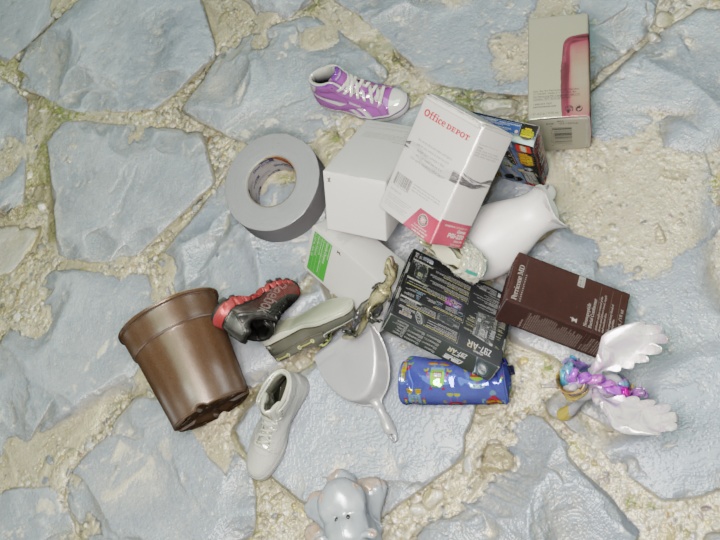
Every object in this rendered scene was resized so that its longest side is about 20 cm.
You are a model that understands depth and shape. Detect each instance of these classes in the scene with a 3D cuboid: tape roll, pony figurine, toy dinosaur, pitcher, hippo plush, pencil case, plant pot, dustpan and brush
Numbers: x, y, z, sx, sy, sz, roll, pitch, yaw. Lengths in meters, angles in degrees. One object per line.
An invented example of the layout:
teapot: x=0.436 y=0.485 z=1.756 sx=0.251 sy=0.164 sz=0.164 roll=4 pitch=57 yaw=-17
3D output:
tape roll: x=-0.162 y=-0.161 z=1.654 sx=0.196 sy=0.066 sz=0.204 roll=-5 pitch=72 yaw=16
pony figurine: x=0.379 y=0.181 z=1.309 sx=0.189 sy=0.200 sz=0.170 roll=-8 pitch=70 yaw=14
toy dinosaur: x=0.012 y=0.070 z=1.411 sx=0.047 sy=0.088 sz=0.201 roll=32 pitch=122 yaw=-2
pitcher: x=0.254 y=-0.075 z=1.478 sx=0.198 sy=0.172 sz=0.122 roll=-32 pitch=99 yaw=22
hippo plush: x=-0.036 y=0.419 z=1.381 sx=0.156 sy=0.161 sz=0.204 roll=-12 pitch=70 yaw=12
pencil case: x=0.160 y=0.184 z=1.440 sx=0.196 sy=0.078 sz=0.089 roll=-4 pitch=79 yaw=16
plant pot: x=-0.308 y=0.168 z=1.536 sx=0.198 sy=0.200 sz=0.201 roll=-30 pitch=75 yaw=6
dustpan and brush: x=0.012 y=0.208 z=1.492 sx=0.139 sy=0.057 sz=0.203 roll=-35 pitch=64 yaw=25

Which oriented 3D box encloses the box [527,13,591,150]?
box: x=0.356 y=-0.333 z=1.517 sx=0.107 sy=0.128 sz=0.204 roll=-1 pitch=73 yaw=16

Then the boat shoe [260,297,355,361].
boat shoe: x=-0.087 y=0.107 z=1.531 sx=0.199 sy=0.072 sz=0.061 roll=-23 pitch=111 yaw=24

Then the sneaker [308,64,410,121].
sneaker: x=-0.007 y=-0.345 z=1.639 sx=0.197 sy=0.114 sz=0.074 roll=7 pitch=73 yaw=17

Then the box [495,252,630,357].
box: x=0.330 y=0.059 z=1.390 sx=0.197 sy=0.075 sz=0.101 roll=19 pitch=59 yaw=5

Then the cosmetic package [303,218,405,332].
cosmetic package: x=0.000 y=0.000 z=1.520 sx=0.199 sy=0.109 sz=0.084 roll=40 pitch=46 yaw=25

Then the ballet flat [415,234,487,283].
ballet flat: x=0.137 y=-0.049 z=1.422 sx=0.072 sy=0.072 sz=0.200 roll=-45 pitch=44 yaw=-1

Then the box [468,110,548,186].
box: x=0.249 y=-0.207 z=1.470 sx=0.135 sy=0.200 sz=0.041 roll=18 pitch=81 yaw=20

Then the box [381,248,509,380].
box: x=0.149 y=0.070 z=1.406 sx=0.197 sy=0.044 sz=0.162 roll=25 pitch=47 yaw=-3

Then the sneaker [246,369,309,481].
sneaker: x=-0.164 y=0.267 z=1.493 sx=0.073 sy=0.116 sz=0.203 roll=19 pitch=81 yaw=19

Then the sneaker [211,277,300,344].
sneaker: x=-0.170 y=0.077 z=1.531 sx=0.098 sy=0.199 sz=0.072 roll=41 pitch=128 yaw=22

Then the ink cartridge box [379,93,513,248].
ink cartridge box: x=0.133 y=-0.159 z=1.354 sx=0.145 sy=0.084 sz=0.203 roll=40 pitch=114 yaw=42

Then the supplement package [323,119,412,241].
supplement package: x=0.028 y=-0.164 z=1.518 sx=0.119 sy=0.122 sz=0.201 roll=13 pitch=39 yaw=20
